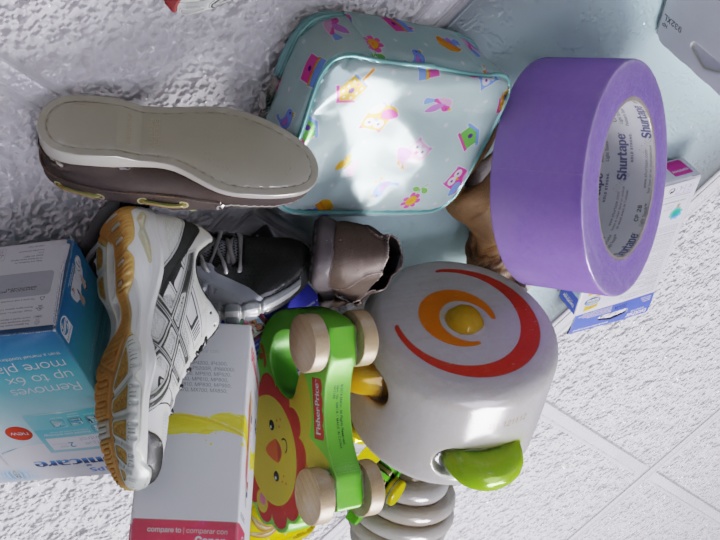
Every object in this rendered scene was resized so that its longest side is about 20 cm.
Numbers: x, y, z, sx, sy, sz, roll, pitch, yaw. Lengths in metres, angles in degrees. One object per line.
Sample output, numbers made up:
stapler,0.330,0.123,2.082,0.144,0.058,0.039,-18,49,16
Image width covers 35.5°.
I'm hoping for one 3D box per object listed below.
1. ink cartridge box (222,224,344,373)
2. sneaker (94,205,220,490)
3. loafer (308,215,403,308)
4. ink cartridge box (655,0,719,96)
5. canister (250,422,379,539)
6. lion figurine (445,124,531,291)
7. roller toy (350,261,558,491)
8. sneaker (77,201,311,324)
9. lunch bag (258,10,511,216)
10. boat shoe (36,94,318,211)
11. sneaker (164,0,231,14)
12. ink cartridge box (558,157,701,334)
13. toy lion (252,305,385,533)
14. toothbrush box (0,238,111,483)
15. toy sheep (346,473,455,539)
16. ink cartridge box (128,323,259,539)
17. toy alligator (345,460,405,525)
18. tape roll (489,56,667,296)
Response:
ink cartridge box,-0.113,0.074,1.038,0.197,0.047,0.200,-37,144,1
sneaker,-0.138,0.054,0.804,0.087,0.203,0.075,7,167,-35
loafer,0.000,0.000,0.950,0.070,0.074,0.200,7,179,5
ink cartridge box,0.391,-0.227,1.003,0.198,0.146,0.084,-17,138,-20
canister,-0.053,0.196,1.136,0.200,0.087,0.148,-47,159,23
lion figurine,0.123,-0.053,1.062,0.122,0.073,0.200,-35,131,8
roller toy,0.081,0.086,1.030,0.183,0.198,0.141,-49,158,-46
sneaker,-0.139,-0.015,0.883,0.198,0.075,0.116,-13,132,-5
lunch bag,0.010,-0.117,0.899,0.198,0.077,0.161,0,132,-35
boat shoe,-0.131,-0.076,0.811,0.198,0.073,0.060,7,147,-11
sneaker,-0.039,-0.213,0.763,0.198,0.078,0.083,-24,142,-13
ink cartridge box,0.286,-0.023,1.224,0.118,0.042,0.201,-15,135,-23
toy lion,-0.057,0.131,0.982,0.068,0.191,0.203,-4,95,-32
toothbrush box,-0.255,0.076,0.860,0.145,0.086,0.201,-5,142,8
toy sheep,0.047,0.272,1.289,0.137,0.138,0.202,-4,115,-32
ink cartridge box,-0.127,0.155,0.884,0.082,0.202,0.145,2,158,-2
toy alligator,0.043,0.183,1.212,0.201,0.059,0.054,-52,158,-17
tape roll,0.194,-0.082,0.976,0.199,0.084,0.203,-19,113,-54
